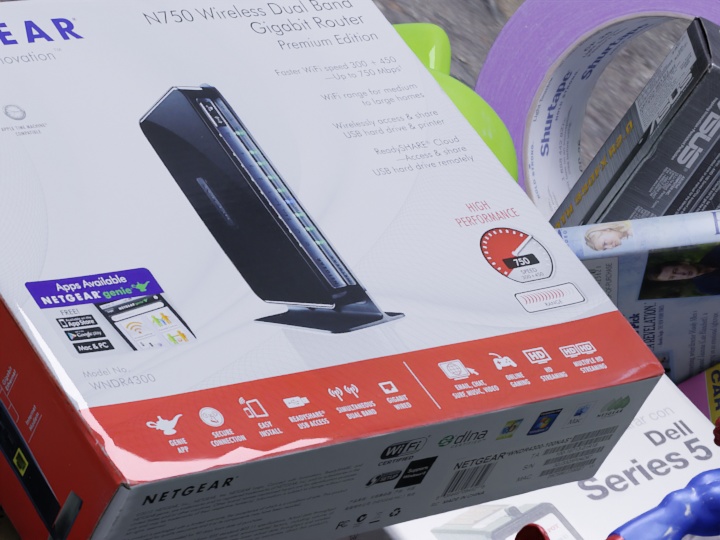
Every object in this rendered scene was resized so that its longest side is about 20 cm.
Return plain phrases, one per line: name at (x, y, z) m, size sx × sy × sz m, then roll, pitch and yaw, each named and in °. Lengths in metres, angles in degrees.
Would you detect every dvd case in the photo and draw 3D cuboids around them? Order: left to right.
dvd case at (0.162, 0.016, 1.113) m, size 0.200 × 0.143 × 0.018 m, roll -7°, pitch 59°, yaw 1°

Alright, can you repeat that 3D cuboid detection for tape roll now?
tape roll at (0.152, -0.055, 1.358) m, size 0.200 × 0.200 × 0.066 m, roll 41°, pitch 23°, yaw 19°

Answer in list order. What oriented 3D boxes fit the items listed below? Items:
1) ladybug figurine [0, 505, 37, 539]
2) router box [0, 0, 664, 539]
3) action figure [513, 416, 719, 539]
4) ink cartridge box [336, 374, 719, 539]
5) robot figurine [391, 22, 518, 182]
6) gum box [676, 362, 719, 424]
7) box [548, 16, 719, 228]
ladybug figurine at (-0.097, 0.094, 0.827) m, size 0.136 × 0.072 × 0.200 m, roll 10°, pitch 7°, yaw 15°
router box at (-0.040, -0.004, 0.825) m, size 0.200 × 0.049 × 0.180 m, roll -10°, pitch 52°, yaw -40°
action figure at (0.139, 0.078, 0.942) m, size 0.200 × 0.052 × 0.065 m, roll -18°, pitch 46°, yaw -40°
ink cartridge box at (0.086, 0.130, 0.964) m, size 0.145 × 0.084 × 0.200 m, roll -17°, pitch 50°, yaw -34°
robot figurine at (0.000, 0.000, 1.091) m, size 0.116 × 0.175 × 0.200 m, roll -3°, pitch 52°, yaw 12°
gum box at (0.204, 0.101, 1.171) m, size 0.200 × 0.113 × 0.066 m, roll 24°, pitch 48°, yaw -38°
box at (0.154, 0.012, 1.216) m, size 0.158 × 0.200 × 0.048 m, roll 26°, pitch 26°, yaw -17°
